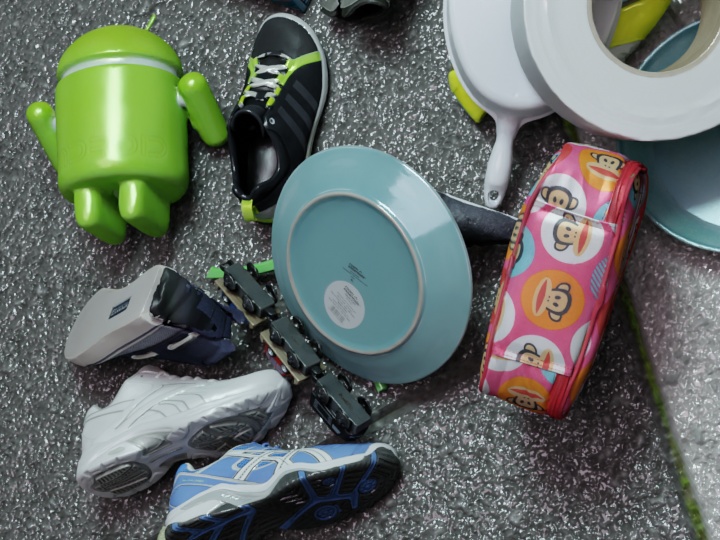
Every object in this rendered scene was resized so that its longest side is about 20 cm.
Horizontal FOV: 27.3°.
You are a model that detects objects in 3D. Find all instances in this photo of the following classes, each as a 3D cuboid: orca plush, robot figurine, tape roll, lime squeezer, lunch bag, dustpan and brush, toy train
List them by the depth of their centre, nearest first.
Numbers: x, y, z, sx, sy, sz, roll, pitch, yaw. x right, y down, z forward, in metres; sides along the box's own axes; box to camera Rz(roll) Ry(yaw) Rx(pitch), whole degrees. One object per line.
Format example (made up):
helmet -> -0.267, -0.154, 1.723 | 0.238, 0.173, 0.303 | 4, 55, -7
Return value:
tape roll -> 0.215, -0.197, 1.110 | 0.202, 0.071, 0.203 | 0, 95, -2
lunch bag -> 0.155, 0.004, 1.118 | 0.082, 0.176, 0.200 | 18, 98, 11
dustpan and brush -> 0.123, -0.146, 1.184 | 0.139, 0.057, 0.200 | 11, 97, 3
orca plush -> 0.045, -0.034, 1.217 | 0.200, 0.105, 0.071 | 19, 94, 2
toy train -> -0.058, 0.065, 1.232 | 0.034, 0.046, 0.200 | -26, 60, -28
lime squeezer -> -0.045, 0.023, 1.261 | 0.200, 0.038, 0.071 | 32, 90, 24
robot figurine -> -0.212, -0.128, 1.319 | 0.175, 0.116, 0.200 | -10, 73, 17

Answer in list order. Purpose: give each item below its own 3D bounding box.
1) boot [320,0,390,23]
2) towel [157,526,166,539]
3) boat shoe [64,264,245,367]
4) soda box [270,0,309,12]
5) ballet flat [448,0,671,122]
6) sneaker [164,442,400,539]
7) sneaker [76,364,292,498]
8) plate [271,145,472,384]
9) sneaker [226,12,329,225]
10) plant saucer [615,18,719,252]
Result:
boot -> 0.032, -0.277, 1.247 | 0.068, 0.200, 0.131 | 17, 80, -20
towel -> -0.106, 0.304, 1.215 | 0.200, 0.036, 0.148 | 21, 84, 24
boat shoe -> -0.179, 0.057, 1.276 | 0.200, 0.093, 0.075 | -19, 47, 56
soda box -> -0.130, -0.305, 1.360 | 0.200, 0.064, 0.068 | 22, 86, 25
ballet flat -> 0.170, -0.173, 1.220 | 0.200, 0.067, 0.067 | -18, 92, 19
sneaker -> -0.067, 0.169, 1.212 | 0.200, 0.076, 0.077 | -14, 45, 4
sneaker -> -0.156, 0.114, 1.262 | 0.200, 0.078, 0.099 | -21, 55, 7
plate -> 0.000, 0.000, 1.184 | 0.200, 0.026, 0.200 | 14, 115, 33
sneaker -> -0.075, -0.137, 1.286 | 0.072, 0.083, 0.200 | -2, 76, 20
plant saucer -> 0.302, -0.106, 1.161 | 0.200, 0.036, 0.200 | -5, 74, 20
